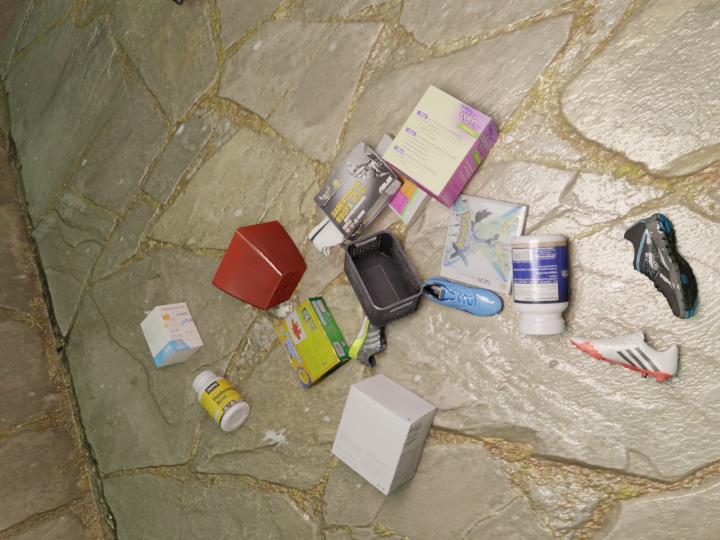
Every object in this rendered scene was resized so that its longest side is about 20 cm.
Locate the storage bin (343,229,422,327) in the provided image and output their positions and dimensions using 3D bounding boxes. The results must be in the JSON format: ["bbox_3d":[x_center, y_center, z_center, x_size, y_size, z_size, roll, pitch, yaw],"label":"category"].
[{"bbox_3d":[0.052,0.019,1.317,0.094,0.133,0.202,95,151,-58],"label":"storage bin"}]

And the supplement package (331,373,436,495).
[{"bbox_3d":[0.059,0.408,1.363,0.189,0.146,0.204,26,108,31],"label":"supplement package"}]

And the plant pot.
[{"bbox_3d":[-0.277,-0.003,1.559,0.175,0.199,0.202,39,115,15],"label":"plant pot"}]

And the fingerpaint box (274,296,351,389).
[{"bbox_3d":[-0.136,0.206,1.535,0.166,0.073,0.202,-41,70,30],"label":"fingerpaint box"}]

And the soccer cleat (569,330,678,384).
[{"bbox_3d":[0.523,0.154,1.063,0.197,0.068,0.087,19,95,30],"label":"soccer cleat"}]

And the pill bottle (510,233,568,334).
[{"bbox_3d":[0.377,0.028,1.125,0.114,0.115,0.205,-1,93,35],"label":"pill bottle"}]

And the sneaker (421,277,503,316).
[{"bbox_3d":[0.233,0.065,1.257,0.197,0.078,0.067,17,101,32],"label":"sneaker"}]

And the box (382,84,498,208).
[{"bbox_3d":[0.182,-0.282,1.222,0.175,0.096,0.202,38,97,27],"label":"box"}]

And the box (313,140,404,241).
[{"bbox_3d":[-0.007,-0.201,1.355,0.200,0.048,0.159,-48,63,13],"label":"box"}]

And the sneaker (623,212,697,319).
[{"bbox_3d":[0.573,-0.003,1.019,0.081,0.072,0.204,-28,71,50],"label":"sneaker"}]

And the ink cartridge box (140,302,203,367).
[{"bbox_3d":[-0.672,0.214,1.890,0.125,0.128,0.202,-38,73,31],"label":"ink cartridge box"}]

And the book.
[{"bbox_3d":[0.096,-0.230,1.354,0.201,0.048,0.134,50,121,23],"label":"book"}]

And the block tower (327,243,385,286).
[{"bbox_3d":[0.000,0.000,1.434,0.199,0.054,0.059,38,113,27],"label":"block tower"}]

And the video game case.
[{"bbox_3d":[0.283,-0.065,1.243,0.180,0.022,0.205,16,102,34],"label":"video game case"}]

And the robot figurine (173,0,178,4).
[{"bbox_3d":[-0.586,-0.974,1.747,0.200,0.124,0.151,45,158,25],"label":"robot figurine"}]

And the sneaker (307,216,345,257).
[{"bbox_3d":[-0.057,-0.123,1.465,0.081,0.076,0.200,52,124,6],"label":"sneaker"}]

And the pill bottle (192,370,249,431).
[{"bbox_3d":[-0.466,0.424,1.767,0.199,0.110,0.113,36,113,28],"label":"pill bottle"}]

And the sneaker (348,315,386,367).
[{"bbox_3d":[0.042,0.168,1.415,0.080,0.074,0.203,34,118,19],"label":"sneaker"}]
